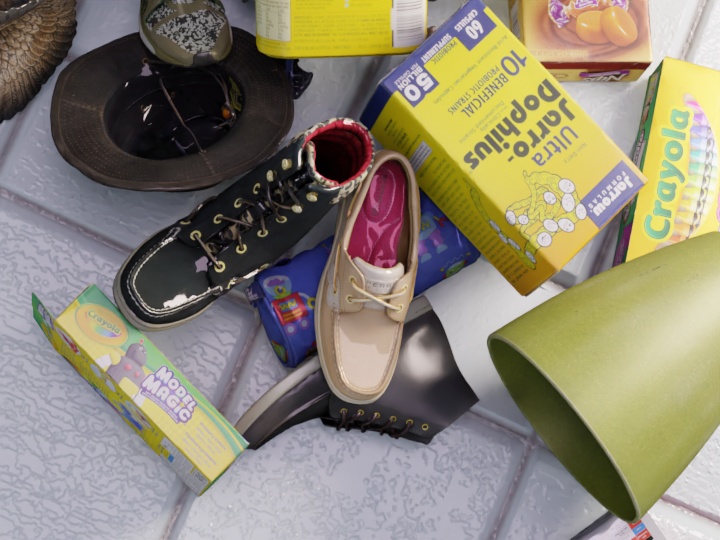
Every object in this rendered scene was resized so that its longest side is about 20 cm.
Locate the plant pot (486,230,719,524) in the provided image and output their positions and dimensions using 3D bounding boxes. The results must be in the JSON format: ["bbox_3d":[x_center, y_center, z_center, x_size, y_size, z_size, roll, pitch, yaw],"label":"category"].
[{"bbox_3d":[0.234,0.065,1.493,0.199,0.187,0.188,-38,86,-9],"label":"plant pot"}]

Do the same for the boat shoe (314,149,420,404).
[{"bbox_3d":[0.008,0.002,1.461,0.073,0.069,0.203,5,84,-12],"label":"boat shoe"}]

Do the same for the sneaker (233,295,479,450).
[{"bbox_3d":[-0.001,0.112,1.513,0.199,0.075,0.107,-31,85,-15],"label":"sneaker"}]

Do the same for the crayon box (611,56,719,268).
[{"bbox_3d":[0.317,-0.062,1.611,0.171,0.058,0.202,14,76,-6],"label":"crayon box"}]

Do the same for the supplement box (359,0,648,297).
[{"bbox_3d":[0.110,-0.095,1.476,0.109,0.110,0.200,-43,88,-14],"label":"supplement box"}]

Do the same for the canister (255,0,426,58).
[{"bbox_3d":[-0.016,-0.273,1.471,0.147,0.087,0.202,-2,109,-7],"label":"canister"}]

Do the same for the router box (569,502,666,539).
[{"bbox_3d":[0.192,0.315,1.514,0.199,0.049,0.180,-33,85,-14],"label":"router box"}]

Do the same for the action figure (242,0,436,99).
[{"bbox_3d":[-0.029,-0.233,1.585,0.191,0.105,0.203,8,91,0],"label":"action figure"}]

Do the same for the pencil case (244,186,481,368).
[{"bbox_3d":[0.000,0.000,1.536,0.199,0.078,0.087,-29,69,-14],"label":"pencil case"}]

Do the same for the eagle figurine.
[{"bbox_3d":[-0.284,-0.211,1.496,0.151,0.150,0.202,37,65,-37],"label":"eagle figurine"}]

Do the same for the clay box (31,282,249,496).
[{"bbox_3d":[-0.176,0.086,1.469,0.048,0.115,0.200,-43,88,-16],"label":"clay box"}]

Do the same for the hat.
[{"bbox_3d":[-0.152,-0.113,1.525,0.198,0.081,0.202,2,52,-2],"label":"hat"}]

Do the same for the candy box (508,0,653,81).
[{"bbox_3d":[0.187,-0.269,1.636,0.115,0.056,0.203,-1,77,-8],"label":"candy box"}]

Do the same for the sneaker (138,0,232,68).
[{"bbox_3d":[-0.153,-0.252,1.530,0.076,0.089,0.202,-12,57,-9],"label":"sneaker"}]

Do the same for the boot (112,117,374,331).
[{"bbox_3d":[-0.088,-0.040,1.436,0.203,0.154,0.074,-33,86,-41],"label":"boot"}]
